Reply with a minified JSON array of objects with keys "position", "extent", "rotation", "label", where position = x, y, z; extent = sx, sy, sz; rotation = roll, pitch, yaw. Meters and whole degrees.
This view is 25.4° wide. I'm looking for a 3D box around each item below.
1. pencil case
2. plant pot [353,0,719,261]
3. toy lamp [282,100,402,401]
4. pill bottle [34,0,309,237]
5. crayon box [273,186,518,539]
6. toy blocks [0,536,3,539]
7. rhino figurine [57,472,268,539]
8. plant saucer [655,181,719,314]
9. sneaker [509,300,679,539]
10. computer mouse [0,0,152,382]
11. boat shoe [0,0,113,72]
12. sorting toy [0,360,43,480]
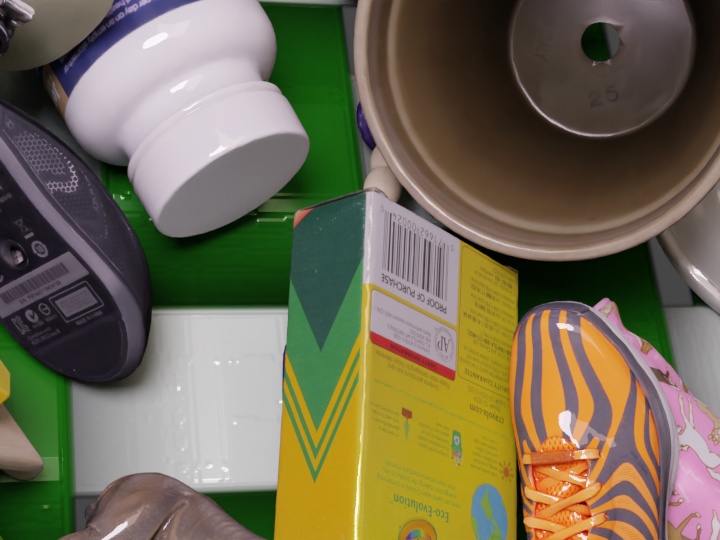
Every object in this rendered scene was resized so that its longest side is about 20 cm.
[{"position":[0.164,0.103,0.808],"extent":[0.200,0.087,0.083],"rotation":[42,94,7],"label":"pencil case"},{"position":[0.113,-0.118,0.835],"extent":[0.200,0.201,0.173],"rotation":[39,18,6],"label":"plant pot"},{"position":[0.000,0.000,0.832],"extent":[0.058,0.058,0.202],"rotation":[18,59,-5],"label":"toy lamp"},{"position":[-0.112,-0.125,0.825],"extent":[0.119,0.120,0.201],"rotation":[-24,72,-24],"label":"pill bottle"},{"position":[0.020,0.079,0.744],"extent":[0.127,0.050,0.202],"rotation":[28,57,-46],"label":"crayon box"},{"position":[-0.269,0.081,0.701],"extent":[0.136,0.100,0.201],"rotation":[-36,91,-8],"label":"toy blocks"},{"position":[-0.047,0.162,0.735],"extent":[0.199,0.060,0.088],"rotation":[30,50,-3],"label":"rhino figurine"},{"position":[0.262,-0.052,0.929],"extent":[0.198,0.050,0.202],"rotation":[6,64,-12],"label":"plant saucer"},{"position":[0.099,0.120,0.727],"extent":[0.112,0.077,0.202],"rotation":[-25,102,-59],"label":"sneaker"},{"position":[-0.159,-0.038,0.762],"extent":[0.201,0.138,0.053],"rotation":[58,38,-18],"label":"computer mouse"},{"position":[-0.196,-0.124,0.771],"extent":[0.073,0.200,0.064],"rotation":[28,52,-43],"label":"boat shoe"},{"position":[-0.213,0.005,0.691],"extent":[0.036,0.200,0.186],"rotation":[-38,77,-4],"label":"sorting toy"}]
